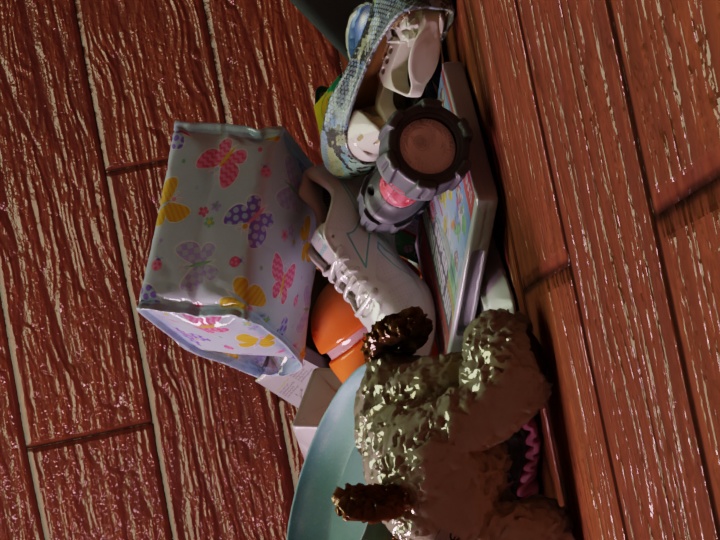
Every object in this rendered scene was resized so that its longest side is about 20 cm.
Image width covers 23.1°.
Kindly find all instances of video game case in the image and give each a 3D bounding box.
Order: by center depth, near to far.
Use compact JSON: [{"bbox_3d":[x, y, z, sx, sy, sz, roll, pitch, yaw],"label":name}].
[{"bbox_3d":[0.070,-0.036,1.329,0.201,0.017,0.143,97,167,-48],"label":"video game case"}]

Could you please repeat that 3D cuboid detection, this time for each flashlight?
[{"bbox_3d":[0.032,-0.067,1.285,0.200,0.067,0.068,129,142,-75],"label":"flashlight"}]

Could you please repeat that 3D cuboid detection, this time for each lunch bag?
[{"bbox_3d":[-0.098,-0.012,1.476,0.200,0.126,0.171,44,-127,-66],"label":"lunch bag"}]

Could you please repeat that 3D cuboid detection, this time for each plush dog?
[{"bbox_3d":[0.045,0.122,1.198,0.172,0.160,0.201,-136,34,-72],"label":"plush dog"}]

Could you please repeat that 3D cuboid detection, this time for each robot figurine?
[{"bbox_3d":[0.036,0.070,1.517,0.200,0.117,0.144,51,-138,-1],"label":"robot figurine"}]

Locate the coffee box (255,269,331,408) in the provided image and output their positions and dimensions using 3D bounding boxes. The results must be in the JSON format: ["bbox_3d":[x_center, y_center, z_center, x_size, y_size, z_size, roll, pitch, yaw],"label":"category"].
[{"bbox_3d":[0.002,0.104,1.780,0.080,0.200,0.113,-42,24,36],"label":"coffee box"}]

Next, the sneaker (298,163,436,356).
[{"bbox_3d":[0.000,0.000,1.397,0.070,0.080,0.201,-48,50,42],"label":"sneaker"}]

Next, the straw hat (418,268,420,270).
[{"bbox_3d":[0.056,0.048,1.733,0.201,0.085,0.202,169,90,-87],"label":"straw hat"}]

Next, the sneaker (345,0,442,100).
[{"bbox_3d":[0.046,-0.133,1.425,0.089,0.078,0.201,-117,6,-57],"label":"sneaker"}]

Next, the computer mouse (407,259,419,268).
[{"bbox_3d":[0.064,-0.005,1.910,0.201,0.044,0.110,-103,4,-48],"label":"computer mouse"}]

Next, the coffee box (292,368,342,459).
[{"bbox_3d":[0.019,0.193,1.709,0.080,0.112,0.201,-69,-28,-44],"label":"coffee box"}]

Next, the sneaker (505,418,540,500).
[{"bbox_3d":[0.082,0.141,1.311,0.079,0.095,0.201,-112,10,-48],"label":"sneaker"}]

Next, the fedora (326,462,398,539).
[{"bbox_3d":[0.060,0.230,1.503,0.082,0.199,0.202,-54,-44,-66],"label":"fedora"}]

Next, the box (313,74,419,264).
[{"bbox_3d":[0.024,-0.095,1.575,0.048,0.117,0.200,-49,34,27],"label":"box"}]

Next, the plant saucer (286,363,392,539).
[{"bbox_3d":[-0.004,0.174,1.389,0.200,0.036,0.201,-161,90,-74],"label":"plant saucer"}]

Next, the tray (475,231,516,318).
[{"bbox_3d":[0.092,-0.003,1.363,0.201,0.022,0.108,-103,1,-47],"label":"tray"}]

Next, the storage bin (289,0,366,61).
[{"bbox_3d":[-0.013,-0.284,1.522,0.134,0.145,0.200,47,-163,-33],"label":"storage bin"}]

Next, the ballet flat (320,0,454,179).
[{"bbox_3d":[0.021,-0.137,1.330,0.074,0.074,0.201,-103,24,-50],"label":"ballet flat"}]
